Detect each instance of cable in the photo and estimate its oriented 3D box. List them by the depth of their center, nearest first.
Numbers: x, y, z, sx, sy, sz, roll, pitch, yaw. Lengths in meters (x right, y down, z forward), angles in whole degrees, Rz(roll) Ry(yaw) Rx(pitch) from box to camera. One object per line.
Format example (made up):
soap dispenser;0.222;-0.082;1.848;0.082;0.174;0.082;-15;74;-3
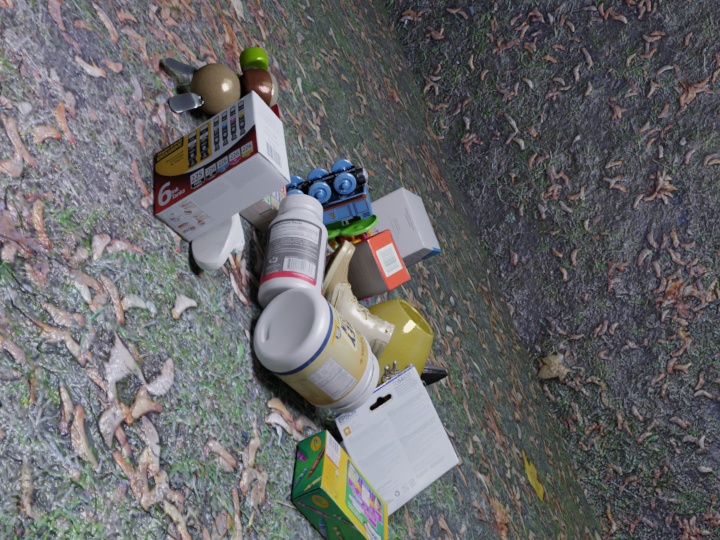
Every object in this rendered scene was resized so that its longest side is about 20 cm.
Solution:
cable;0.066;0.270;1.586;0.096;0.205;0.050;1;16;-40

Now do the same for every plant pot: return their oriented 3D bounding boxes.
plant pot;0.062;0.140;1.663;0.200;0.142;0.200;42;13;-12

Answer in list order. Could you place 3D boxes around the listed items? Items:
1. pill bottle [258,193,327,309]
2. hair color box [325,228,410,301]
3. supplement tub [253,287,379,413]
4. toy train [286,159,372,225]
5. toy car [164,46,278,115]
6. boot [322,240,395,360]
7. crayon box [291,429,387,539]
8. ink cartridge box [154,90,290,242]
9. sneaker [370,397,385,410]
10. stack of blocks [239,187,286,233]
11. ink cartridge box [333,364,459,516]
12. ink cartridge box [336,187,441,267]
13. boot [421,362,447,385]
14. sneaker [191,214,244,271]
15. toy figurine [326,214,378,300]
pill bottle;-0.112;-0.028;1.471;0.111;0.109;0.204;45;39;-44
hair color box;0.000;0.000;1.584;0.061;0.199;0.103;-26;94;-34
supplement tub;-0.067;0.136;1.393;0.200;0.142;0.146;46;25;-44
toy train;-0.072;-0.140;1.689;0.087;0.196;0.116;-100;170;-57
toy car;-0.261;-0.312;1.532;0.197;0.157;0.168;5;61;-38
boot;-0.006;0.063;1.507;0.152;0.204;0.073;21;10;-2
crayon box;-0.028;0.365;1.335;0.201;0.057;0.120;55;20;-27
ink cartridge box;-0.215;-0.173;1.299;0.084;0.197;0.178;42;28;-46
sneaker;0.042;0.273;1.666;0.199;0.067;0.090;35;18;-48
stack of blocks;-0.208;-0.168;1.525;0.200;0.058;0.117;41;35;-51
ink cartridge box;0.059;0.302;1.507;0.197;0.040;0.203;-27;94;-30
ink cartridge box;0.055;-0.072;1.931;0.147;0.197;0.147;69;18;10
boot;0.108;0.180;1.879;0.198;0.069;0.134;15;49;-43
sneaker;-0.216;-0.052;1.360;0.202;0.074;0.090;-93;162;-53
toy figurine;-0.007;-0.022;1.766;0.149;0.198;0.187;-35;116;-29
